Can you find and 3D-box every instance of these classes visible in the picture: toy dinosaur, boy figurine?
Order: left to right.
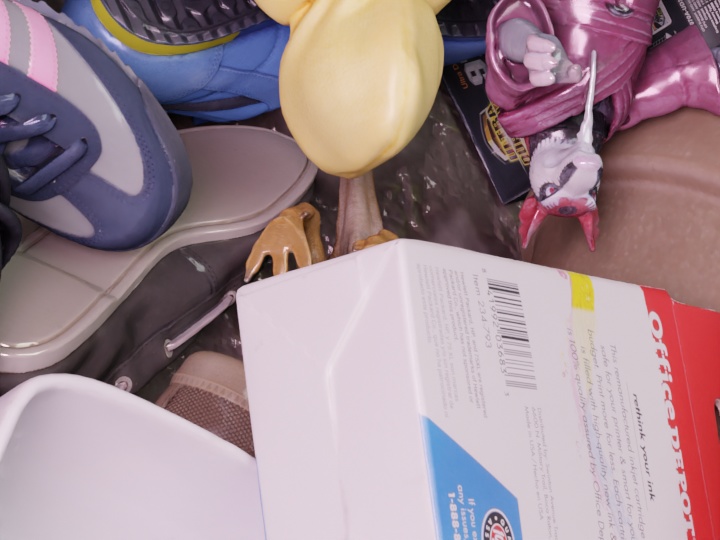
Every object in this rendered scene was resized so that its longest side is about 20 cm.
[{"bbox_3d":[-0.006,-0.126,0.754,0.124,0.064,0.201,-2,65,-29],"label":"boy figurine"},{"bbox_3d":[0.000,0.000,0.778,0.106,0.060,0.201,47,33,-69],"label":"toy dinosaur"}]

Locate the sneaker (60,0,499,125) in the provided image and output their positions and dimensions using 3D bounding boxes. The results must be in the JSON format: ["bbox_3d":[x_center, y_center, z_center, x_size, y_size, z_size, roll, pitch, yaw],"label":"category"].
[{"bbox_3d":[-0.025,-0.095,0.814,0.199,0.078,0.066,-9,66,-29],"label":"sneaker"}]

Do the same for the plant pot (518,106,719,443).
[{"bbox_3d":[0.125,0.055,0.831,0.200,0.200,0.175,44,62,-16],"label":"plant pot"}]

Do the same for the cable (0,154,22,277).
[{"bbox_3d":[-0.143,0.029,0.566,0.200,0.051,0.164,-28,122,-68],"label":"cable"}]

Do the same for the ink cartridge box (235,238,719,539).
[{"bbox_3d":[0.054,0.063,0.685,0.200,0.067,0.117,11,67,-51],"label":"ink cartridge box"}]

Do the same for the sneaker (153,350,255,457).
[{"bbox_3d":[-0.008,0.114,0.757,0.200,0.070,0.076,42,70,-21],"label":"sneaker"}]

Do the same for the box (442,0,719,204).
[{"bbox_3d":[0.085,-0.151,0.911,0.046,0.159,0.201,-19,80,-50],"label":"box"}]

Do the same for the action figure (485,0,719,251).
[{"bbox_3d":[0.077,-0.107,0.770,0.134,0.149,0.201,12,93,-39],"label":"action figure"}]

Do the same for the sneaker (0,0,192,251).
[{"bbox_3d":[-0.138,-0.062,0.659,0.200,0.070,0.082,39,27,-18],"label":"sneaker"}]

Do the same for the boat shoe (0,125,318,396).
[{"bbox_3d":[-0.084,0.005,0.750,0.067,0.057,0.200,27,35,18],"label":"boat shoe"}]

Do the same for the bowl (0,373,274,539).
[{"bbox_3d":[-0.068,0.150,0.601,0.200,0.074,0.200,37,47,-41],"label":"bowl"}]
